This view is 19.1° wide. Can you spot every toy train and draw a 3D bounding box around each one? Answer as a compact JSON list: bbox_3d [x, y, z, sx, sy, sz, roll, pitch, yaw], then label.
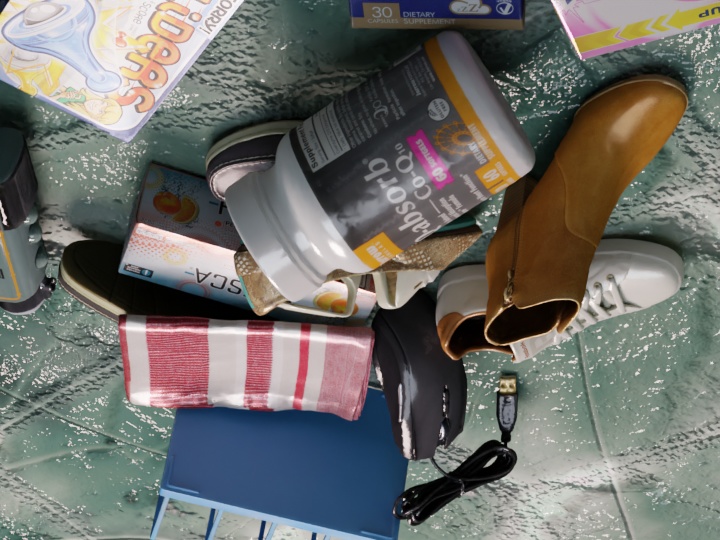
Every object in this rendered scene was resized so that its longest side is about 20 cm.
[{"bbox_3d":[-0.299,-0.037,1.645,0.113,0.086,0.201,8,141,10],"label":"toy train"}]

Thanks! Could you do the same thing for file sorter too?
[{"bbox_3d":[-0.068,0.173,1.818,0.198,0.140,0.123,14,146,-6],"label":"file sorter"}]

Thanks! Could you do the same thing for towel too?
[{"bbox_3d":[-0.091,0.077,1.702,0.198,0.023,0.144,3,152,-2],"label":"towel"}]

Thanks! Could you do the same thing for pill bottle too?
[{"bbox_3d":[0.012,-0.069,1.490,0.199,0.117,0.117,-33,129,9],"label":"pill bottle"}]

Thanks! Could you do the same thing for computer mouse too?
[{"bbox_3d":[0.080,0.102,1.741,0.046,0.140,0.202,17,121,50],"label":"computer mouse"}]

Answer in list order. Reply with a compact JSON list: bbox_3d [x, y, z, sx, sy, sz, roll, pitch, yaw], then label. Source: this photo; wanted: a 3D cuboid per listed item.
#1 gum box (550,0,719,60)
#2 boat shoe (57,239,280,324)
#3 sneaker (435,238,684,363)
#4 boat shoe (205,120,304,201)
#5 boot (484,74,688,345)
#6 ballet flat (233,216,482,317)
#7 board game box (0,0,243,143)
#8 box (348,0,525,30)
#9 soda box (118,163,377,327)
[{"bbox_3d":[0.213,-0.219,1.364,0.198,0.067,0.114,-13,135,23],"label":"gum box"},{"bbox_3d":[-0.159,0.040,1.728,0.200,0.072,0.066,22,133,-22],"label":"boat shoe"},{"bbox_3d":[0.155,0.034,1.659,0.198,0.085,0.073,-11,135,19],"label":"sneaker"},{"bbox_3d":[-0.021,-0.065,1.586,0.198,0.065,0.072,2,140,8],"label":"boat shoe"},{"bbox_3d":[0.161,-0.036,1.527,0.070,0.145,0.201,27,136,-23],"label":"boot"},{"bbox_3d":[0.000,0.000,1.608,0.198,0.066,0.070,-6,-177,-19],"label":"ballet flat"},{"bbox_3d":[-0.173,-0.183,1.496,0.135,0.035,0.200,25,137,-19],"label":"board game box"},{"bbox_3d":[0.045,-0.239,1.398,0.120,0.033,0.201,2,138,8],"label":"box"},{"bbox_3d":[-0.082,-0.013,1.658,0.198,0.064,0.069,17,140,-10],"label":"soda box"}]
